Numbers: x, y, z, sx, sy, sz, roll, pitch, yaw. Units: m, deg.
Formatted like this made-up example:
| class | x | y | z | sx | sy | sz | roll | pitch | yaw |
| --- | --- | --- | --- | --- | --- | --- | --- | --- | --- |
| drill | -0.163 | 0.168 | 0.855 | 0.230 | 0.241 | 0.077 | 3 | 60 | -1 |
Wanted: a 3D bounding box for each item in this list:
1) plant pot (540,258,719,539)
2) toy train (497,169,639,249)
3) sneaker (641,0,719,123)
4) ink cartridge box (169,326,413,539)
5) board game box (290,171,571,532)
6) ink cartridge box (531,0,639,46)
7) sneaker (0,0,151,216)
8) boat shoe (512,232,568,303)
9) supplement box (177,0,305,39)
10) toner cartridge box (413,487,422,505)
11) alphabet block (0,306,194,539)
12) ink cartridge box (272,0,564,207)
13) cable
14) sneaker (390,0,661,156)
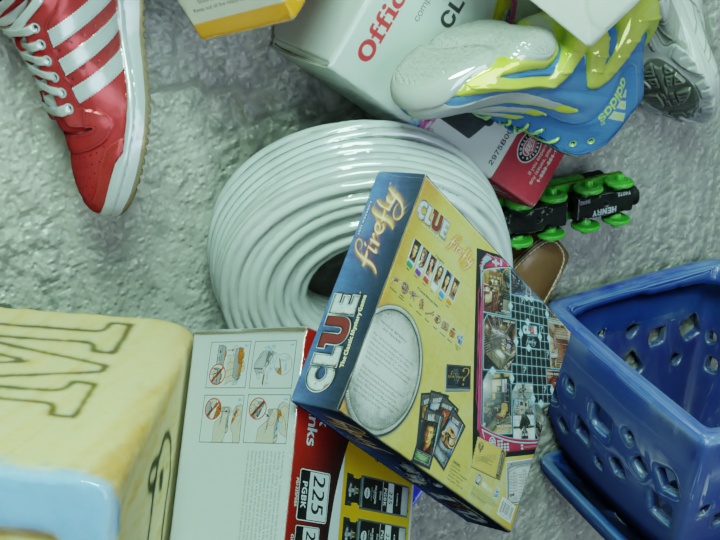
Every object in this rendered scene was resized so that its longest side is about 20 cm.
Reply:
| class | x | y | z | sx | sy | sz | roll | pitch | yaw |
| --- | --- | --- | --- | --- | --- | --- | --- | --- | --- |
| plant pot | 0.264 | 0.127 | 0.984 | 0.198 | 0.200 | 0.182 | -13 | 122 | -27 |
| toy train | 0.114 | -0.043 | 0.904 | 0.198 | 0.056 | 0.042 | -12 | 116 | -25 |
| sneaker | 0.228 | -0.192 | 0.905 | 0.100 | 0.077 | 0.200 | -59 | 138 | -22 |
| ink cartridge box | -0.024 | 0.149 | 0.716 | 0.175 | 0.083 | 0.203 | 25 | 66 | -55 |
| board game box | 0.050 | 0.053 | 0.712 | 0.200 | 0.034 | 0.137 | 42 | 63 | -47 |
| ink cartridge box | 0.129 | -0.238 | 0.741 | 0.117 | 0.201 | 0.067 | 35 | 132 | -12 |
| sneaker | -0.176 | -0.127 | 0.684 | 0.111 | 0.071 | 0.203 | -7 | 105 | -33 |
| boat shoe | 0.090 | 0.061 | 0.920 | 0.201 | 0.074 | 0.076 | -52 | 126 | -3 |
| supplement box | -0.082 | -0.245 | 0.661 | 0.201 | 0.073 | 0.127 | 58 | 43 | -34 |
| toner cartridge box | -0.047 | 0.141 | 0.887 | 0.200 | 0.043 | 0.095 | 39 | 86 | -36 |
| alphabet block | -0.199 | 0.142 | 0.655 | 0.193 | 0.200 | 0.198 | 6 | 109 | 2 |
| ink cartridge box | 0.063 | -0.154 | 0.812 | 0.199 | 0.083 | 0.147 | 28 | 93 | -36 |
| cable | 0.000 | 0.000 | 0.802 | 0.197 | 0.070 | 0.202 | -1 | 130 | -7 |
| sneaker | 0.110 | -0.106 | 0.762 | 0.198 | 0.076 | 0.106 | -24 | 121 | -23 |
